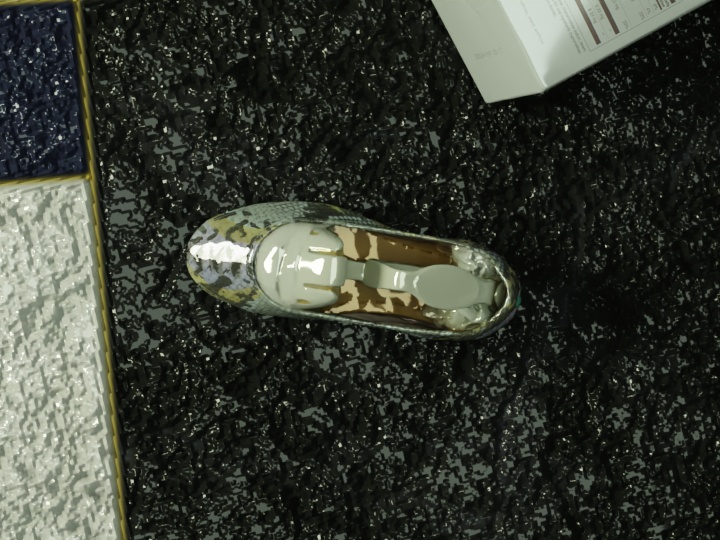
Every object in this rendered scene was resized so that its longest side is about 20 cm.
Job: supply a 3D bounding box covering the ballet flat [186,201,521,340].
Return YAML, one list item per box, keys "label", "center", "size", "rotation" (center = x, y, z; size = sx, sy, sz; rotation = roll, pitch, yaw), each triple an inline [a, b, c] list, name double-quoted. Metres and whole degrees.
- label: "ballet flat"
  center: [0.000, 0.000, 1.230]
  size: [0.200, 0.072, 0.072]
  rotation: [9, 91, -9]

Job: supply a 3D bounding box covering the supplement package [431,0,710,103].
- label: "supplement package"
  center: [0.137, -0.209, 1.200]
  size: [0.200, 0.152, 0.151]
  rotation: [-29, 96, -7]
